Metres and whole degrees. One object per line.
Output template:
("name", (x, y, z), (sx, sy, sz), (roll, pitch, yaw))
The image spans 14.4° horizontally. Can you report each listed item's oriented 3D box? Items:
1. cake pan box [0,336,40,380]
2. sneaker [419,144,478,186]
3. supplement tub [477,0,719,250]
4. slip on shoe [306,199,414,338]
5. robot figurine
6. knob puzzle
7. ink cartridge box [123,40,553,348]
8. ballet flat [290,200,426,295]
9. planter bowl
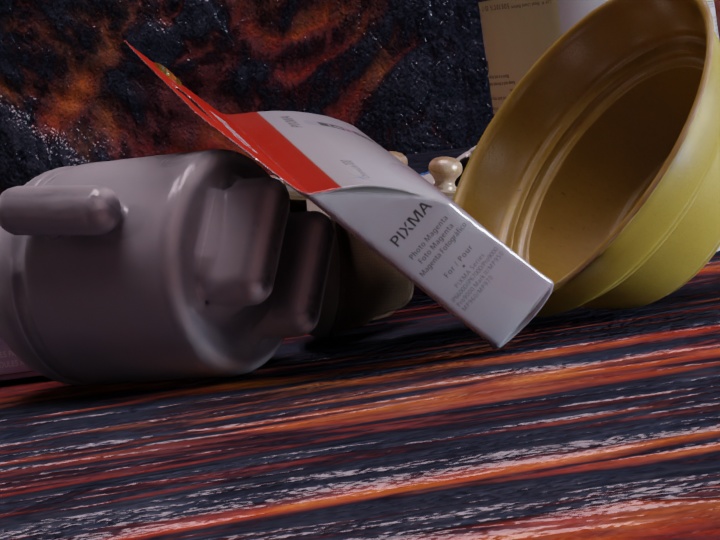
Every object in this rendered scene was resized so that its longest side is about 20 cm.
("cake pan box", (-0.161, 0.025, 1.633), (0.183, 0.053, 0.200), (-5, 5, 6))
("sneaker", (0.075, -0.044, 1.866), (0.199, 0.079, 0.089), (-12, 2, 14))
("supplement tub", (0.152, -0.106, 1.742), (0.144, 0.202, 0.145), (-8, 5, 1))
("slip on shoe", (0.000, 0.000, 1.574), (0.060, 0.077, 0.200), (4, -1, 3))
("robot figurine", (-0.110, 0.000, 1.447), (0.199, 0.114, 0.170), (-4, -30, 34))
("knob puzzle", (0.004, -0.057, 1.700), (0.218, 0.031, 0.220), (3, 3, 0))
("ink cartridge box", (-0.012, -0.053, 1.407), (0.057, 0.200, 0.163), (-47, 24, 0))
("ballet flat", (-0.017, -0.017, 1.732), (0.199, 0.070, 0.071), (-1, -21, 38))
("planter bowl", (0.137, -0.043, 1.466), (0.083, 0.201, 0.200), (34, -15, -24))
